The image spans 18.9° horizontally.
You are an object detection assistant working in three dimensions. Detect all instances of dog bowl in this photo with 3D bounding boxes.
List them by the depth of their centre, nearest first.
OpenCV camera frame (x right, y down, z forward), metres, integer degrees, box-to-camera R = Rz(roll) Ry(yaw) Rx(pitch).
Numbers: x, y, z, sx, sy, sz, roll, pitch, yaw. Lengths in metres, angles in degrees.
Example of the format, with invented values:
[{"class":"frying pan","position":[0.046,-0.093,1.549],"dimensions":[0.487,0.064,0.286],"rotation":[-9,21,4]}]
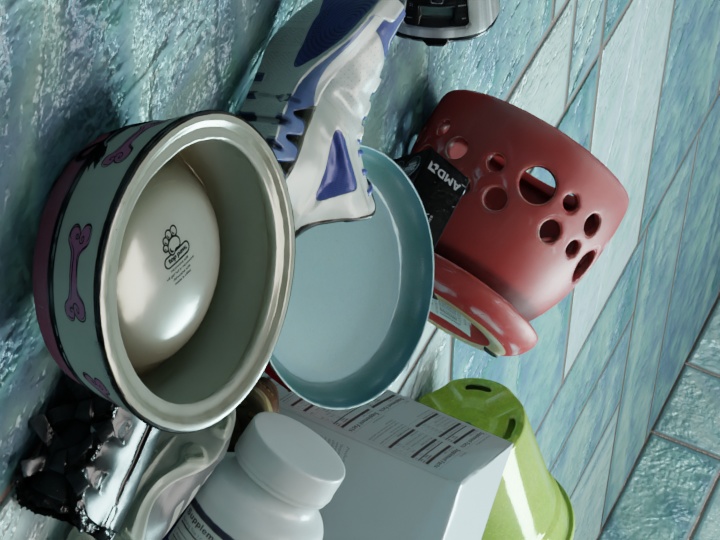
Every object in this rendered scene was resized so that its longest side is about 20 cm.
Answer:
[{"class":"dog bowl","position":[-0.125,-0.003,1.351],"dimensions":[0.200,0.073,0.201],"rotation":[-20,114,-54]}]

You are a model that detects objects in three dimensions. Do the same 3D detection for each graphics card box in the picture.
[{"class":"graphics card box","position":[0.000,0.000,1.763],"dimensions":[0.125,0.051,0.201],"rotation":[-13,-137,58]}]

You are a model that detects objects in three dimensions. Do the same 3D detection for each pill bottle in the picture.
[{"class":"pill bottle","position":[-0.098,0.209,1.635],"dimensions":[0.200,0.111,0.111],"rotation":[-56,167,18]}]

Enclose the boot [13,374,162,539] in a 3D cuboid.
[{"class":"boot","position":[-0.153,0.108,1.484],"dimensions":[0.163,0.073,0.198],"rotation":[-68,157,-10]}]

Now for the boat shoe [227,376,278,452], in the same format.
[{"class":"boat shoe","position":[-0.104,0.177,1.726],"dimensions":[0.068,0.072,0.201],"rotation":[-29,138,-67]}]

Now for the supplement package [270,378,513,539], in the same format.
[{"class":"supplement package","position":[-0.001,0.192,1.842],"dimensions":[0.151,0.199,0.153],"rotation":[-23,133,-67]}]

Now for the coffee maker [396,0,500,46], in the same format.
[{"class":"coffee maker","position":[0.067,-0.297,1.581],"dimensions":[0.192,0.134,0.201],"rotation":[-58,161,-35]}]

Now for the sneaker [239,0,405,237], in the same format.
[{"class":"sneaker","position":[-0.028,-0.098,1.549],"dimensions":[0.115,0.080,0.200],"rotation":[47,68,-39]}]

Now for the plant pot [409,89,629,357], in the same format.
[{"class":"plant pot","position":[0.114,-0.038,1.954],"dimensions":[0.183,0.200,0.201],"rotation":[-56,161,-10]}]

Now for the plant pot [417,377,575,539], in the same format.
[{"class":"plant pot","position":[0.126,0.225,2.353],"dimensions":[0.201,0.199,0.185],"rotation":[-57,148,-35]}]

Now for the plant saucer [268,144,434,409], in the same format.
[{"class":"plant saucer","position":[-0.019,0.004,1.634],"dimensions":[0.200,0.027,0.201],"rotation":[-4,95,-47]}]

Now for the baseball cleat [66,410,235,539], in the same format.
[{"class":"baseball cleat","position":[-0.162,0.169,1.573],"dimensions":[0.200,0.070,0.107],"rotation":[-50,170,-37]}]
